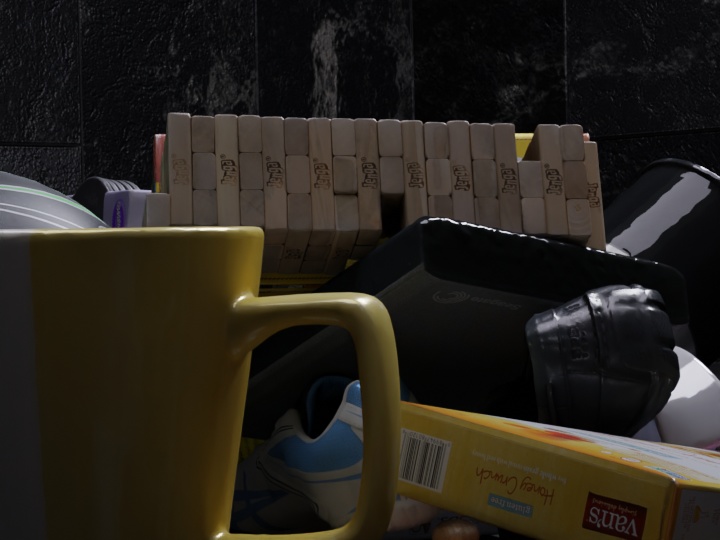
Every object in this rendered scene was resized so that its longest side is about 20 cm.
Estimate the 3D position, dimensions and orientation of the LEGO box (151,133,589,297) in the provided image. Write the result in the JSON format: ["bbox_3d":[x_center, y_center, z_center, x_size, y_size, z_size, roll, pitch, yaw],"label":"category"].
[{"bbox_3d":[0.000,0.000,1.167,0.199,0.077,0.149,0,-23,-7],"label":"LEGO box"}]

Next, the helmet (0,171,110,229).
[{"bbox_3d":[-0.163,0.055,1.038,0.190,0.200,0.200,-20,7,-23],"label":"helmet"}]

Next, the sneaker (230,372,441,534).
[{"bbox_3d":[-0.015,0.085,1.111,0.072,0.073,0.200,-5,-7,-23],"label":"sneaker"}]

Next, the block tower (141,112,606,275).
[{"bbox_3d":[0.005,-0.031,1.070,0.199,0.058,0.054,0,-22,-8],"label":"block tower"}]

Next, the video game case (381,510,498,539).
[{"bbox_3d":[-0.038,0.127,1.307,0.182,0.023,0.200,-2,-1,-20],"label":"video game case"}]

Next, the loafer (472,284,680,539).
[{"bbox_3d":[0.080,0.069,1.067,0.070,0.068,0.201,-3,-30,-12],"label":"loafer"}]

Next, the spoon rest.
[{"bbox_3d":[0.136,0.081,1.183,0.099,0.061,0.200,-17,-15,-12],"label":"spoon rest"}]

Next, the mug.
[{"bbox_3d":[-0.096,0.061,0.876,0.149,0.154,0.186,-1,0,-40],"label":"mug"}]

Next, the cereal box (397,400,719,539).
[{"bbox_3d":[0.126,0.089,0.938,0.200,0.040,0.144,10,1,-44],"label":"cereal box"}]

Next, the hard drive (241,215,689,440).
[{"bbox_3d":[0.032,0.035,1.111,0.139,0.033,0.200,11,-27,-30],"label":"hard drive"}]

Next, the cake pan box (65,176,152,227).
[{"bbox_3d":[-0.155,0.042,1.559,0.052,0.201,0.184,4,0,-24],"label":"cake pan box"}]

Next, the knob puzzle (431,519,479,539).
[{"bbox_3d":[0.072,0.119,0.994,0.219,0.031,0.220,-1,-1,0],"label":"knob puzzle"}]

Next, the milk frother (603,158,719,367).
[{"bbox_3d":[0.175,0.074,1.409,0.188,0.181,0.200,-39,51,-25],"label":"milk frother"}]

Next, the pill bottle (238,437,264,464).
[{"bbox_3d":[-0.062,0.057,1.312,0.200,0.113,0.112,1,1,19],"label":"pill bottle"}]
